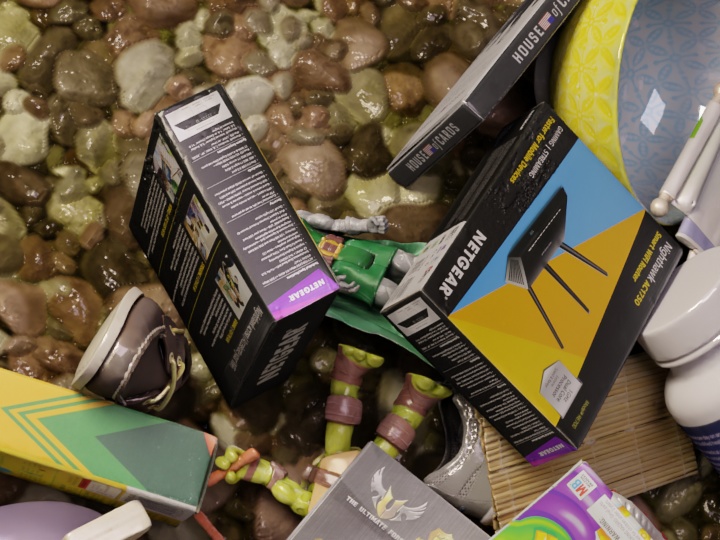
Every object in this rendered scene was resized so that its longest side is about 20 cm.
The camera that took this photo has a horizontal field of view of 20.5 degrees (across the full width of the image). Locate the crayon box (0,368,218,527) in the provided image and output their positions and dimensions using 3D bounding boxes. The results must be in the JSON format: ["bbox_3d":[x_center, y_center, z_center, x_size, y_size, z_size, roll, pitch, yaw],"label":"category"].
[{"bbox_3d":[-0.196,0.105,1.249,0.199,0.127,0.051,18,76,-8],"label":"crayon box"}]

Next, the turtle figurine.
[{"bbox_3d":[0.000,0.141,1.320,0.199,0.064,0.162,24,83,6],"label":"turtle figurine"}]

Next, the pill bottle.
[{"bbox_3d":[0.279,0.087,1.362,0.200,0.120,0.120,49,64,-12],"label":"pill bottle"}]

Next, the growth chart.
[{"bbox_3d":[0.284,-0.017,1.443,0.200,0.018,0.145,51,59,-22],"label":"growth chart"}]

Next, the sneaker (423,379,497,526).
[{"bbox_3d":[0.092,0.074,1.367,0.082,0.075,0.201,16,66,-9],"label":"sneaker"}]

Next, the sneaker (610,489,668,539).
[{"bbox_3d":[0.199,0.220,1.331,0.199,0.073,0.077,33,67,-18],"label":"sneaker"}]

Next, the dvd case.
[{"bbox_3d":[0.106,-0.156,1.419,0.025,0.150,0.200,40,65,-5],"label":"dvd case"}]

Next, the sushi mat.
[{"bbox_3d":[0.156,0.114,1.352,0.199,0.012,0.096,-12,96,-39],"label":"sushi mat"}]

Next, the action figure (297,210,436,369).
[{"bbox_3d":[0.000,0.000,1.365,0.199,0.055,0.118,17,52,14],"label":"action figure"}]

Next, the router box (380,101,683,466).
[{"bbox_3d":[0.118,0.006,1.315,0.149,0.051,0.200,45,50,-13],"label":"router box"}]

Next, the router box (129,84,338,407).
[{"bbox_3d":[-0.086,-0.010,1.277,0.051,0.200,0.150,-26,79,-19],"label":"router box"}]

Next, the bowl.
[{"bbox_3d":[0.192,-0.139,1.446,0.107,0.200,0.201,10,58,37],"label":"bowl"}]

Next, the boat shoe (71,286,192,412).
[{"bbox_3d":[-0.138,0.057,1.251,0.059,0.200,0.072,35,86,-2],"label":"boat shoe"}]

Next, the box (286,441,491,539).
[{"bbox_3d":[0.033,0.229,1.224,0.200,0.048,0.158,39,64,6],"label":"box"}]

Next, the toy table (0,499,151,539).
[{"bbox_3d":[-0.222,0.204,1.213,0.200,0.117,0.184,-38,83,-25],"label":"toy table"}]

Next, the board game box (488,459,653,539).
[{"bbox_3d":[0.079,0.221,1.153,0.200,0.105,0.103,-37,79,-24],"label":"board game box"}]
